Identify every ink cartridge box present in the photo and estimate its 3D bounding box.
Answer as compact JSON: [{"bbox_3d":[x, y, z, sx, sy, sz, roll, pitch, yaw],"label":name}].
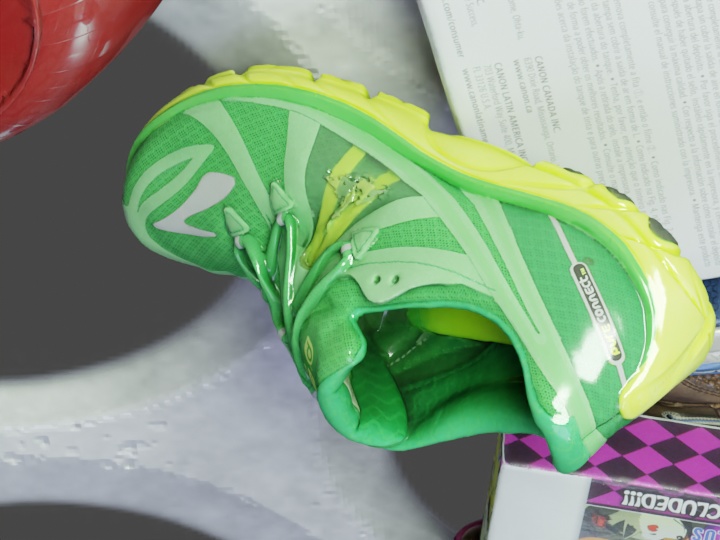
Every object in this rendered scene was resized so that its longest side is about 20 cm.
[{"bbox_3d":[0.121,-0.069,0.778,0.199,0.050,0.161,-11,136,8],"label":"ink cartridge box"}]

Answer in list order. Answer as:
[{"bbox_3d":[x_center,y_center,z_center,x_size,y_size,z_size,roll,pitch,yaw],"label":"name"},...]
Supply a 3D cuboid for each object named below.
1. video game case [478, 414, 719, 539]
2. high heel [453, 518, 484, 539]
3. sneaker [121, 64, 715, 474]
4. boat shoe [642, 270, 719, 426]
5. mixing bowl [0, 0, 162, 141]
[{"bbox_3d":[0.132,0.125,0.912,0.199,0.036,0.182,9,135,1],"label":"video game case"},{"bbox_3d":[0.133,0.101,0.944,0.200,0.068,0.096,-15,146,21],"label":"high heel"},{"bbox_3d":[0.000,0.000,0.781,0.200,0.084,0.074,18,147,38],"label":"sneaker"},{"bbox_3d":[0.169,0.012,0.856,0.199,0.072,0.072,0,144,15],"label":"boat shoe"},{"bbox_3d":[-0.124,-0.098,0.698,0.200,0.109,0.200,1,138,1],"label":"mixing bowl"}]
